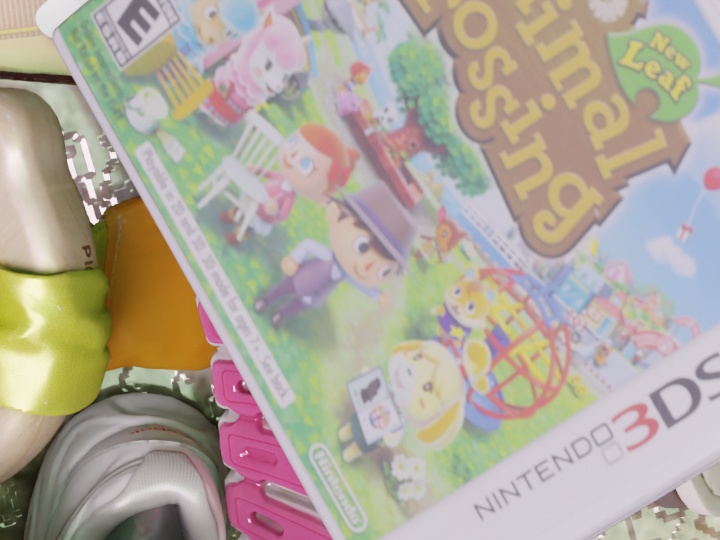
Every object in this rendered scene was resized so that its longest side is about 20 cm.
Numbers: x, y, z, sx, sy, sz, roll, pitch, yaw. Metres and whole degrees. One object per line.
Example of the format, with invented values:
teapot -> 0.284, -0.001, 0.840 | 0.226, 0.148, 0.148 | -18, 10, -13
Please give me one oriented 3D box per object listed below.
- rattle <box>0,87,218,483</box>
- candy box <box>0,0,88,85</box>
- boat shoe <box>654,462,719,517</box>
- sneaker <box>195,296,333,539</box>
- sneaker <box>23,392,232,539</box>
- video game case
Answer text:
rattle -> -0.144, 0.003, 0.905 | 0.199, 0.143, 0.131 | -17, 105, 30
candy box -> -0.076, -0.156, 0.886 | 0.116, 0.056, 0.201 | 4, 92, -7
boat shoe -> 0.062, -0.023, 0.846 | 0.059, 0.072, 0.201 | -10, 107, 32
sneaker -> 0.000, 0.000, 0.874 | 0.073, 0.087, 0.201 | 5, 108, 34
sneaker -> -0.082, 0.139, 0.884 | 0.077, 0.099, 0.201 | 7, 93, -7
video game case -> 0.028, -0.027, 0.782 | 0.182, 0.022, 0.201 | -35, 80, 30
